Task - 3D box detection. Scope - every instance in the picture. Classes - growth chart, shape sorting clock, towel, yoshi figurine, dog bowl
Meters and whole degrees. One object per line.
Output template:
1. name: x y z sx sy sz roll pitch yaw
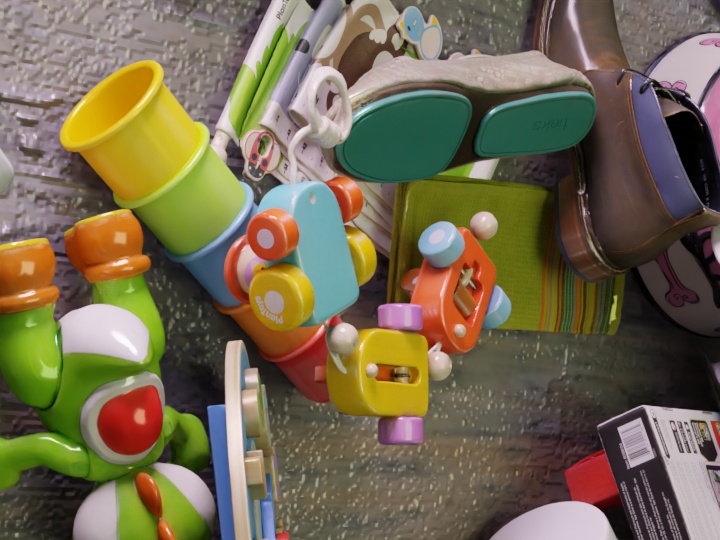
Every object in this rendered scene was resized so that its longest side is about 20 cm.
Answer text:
1. growth chart: 0.008 -0.083 0.944 0.199 0.018 0.146 29 73 -39
2. shape sorting clock: -0.045 0.133 0.808 0.039 0.200 0.202 -6 96 -5
3. towel: 0.091 -0.007 1.001 0.199 0.018 0.087 3 90 -45
4. yoshi figurine: -0.121 0.081 0.808 0.112 0.112 0.201 -14 86 -75
5. dog bowl: 0.255 -0.056 1.115 0.199 0.074 0.202 0 90 -40

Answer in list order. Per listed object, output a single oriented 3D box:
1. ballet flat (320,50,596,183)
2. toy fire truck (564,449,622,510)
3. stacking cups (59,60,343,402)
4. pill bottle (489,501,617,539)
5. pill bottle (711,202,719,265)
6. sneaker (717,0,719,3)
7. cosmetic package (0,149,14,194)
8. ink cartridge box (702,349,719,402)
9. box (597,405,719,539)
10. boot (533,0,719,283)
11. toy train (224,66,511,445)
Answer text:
1. ballet flat: 0.043 -0.087 0.928 0.199 0.062 0.068 -6 131 -42
2. toy fire truck: 0.214 0.172 1.086 0.199 0.049 0.142 5 62 -54
3. stacking cups: -0.068 -0.008 0.859 0.061 0.060 0.200 -52 123 -27
4. pill bottle: 0.141 0.237 0.999 0.111 0.111 0.201 -40 115 -32
5. pill bottle: 0.278 0.021 1.009 0.200 0.108 0.109 43 64 -45
6. sneaker: 0.282 -0.205 1.147 0.200 0.075 0.077 37 46 -34
7. cosmetic package: -0.264 -0.046 0.599 0.167 0.199 0.167 -45 117 -31
8. ink cartridge box: 0.254 0.120 1.055 0.039 0.200 0.100 -20 109 8
9. box: 0.204 0.178 0.984 0.110 0.035 0.201 11 57 -53
10. boot: 0.160 -0.100 1.002 0.074 0.097 0.201 7 72 -42
11. toy train: 0.000 0.000 0.859 0.200 0.055 0.151 46 49 -42
